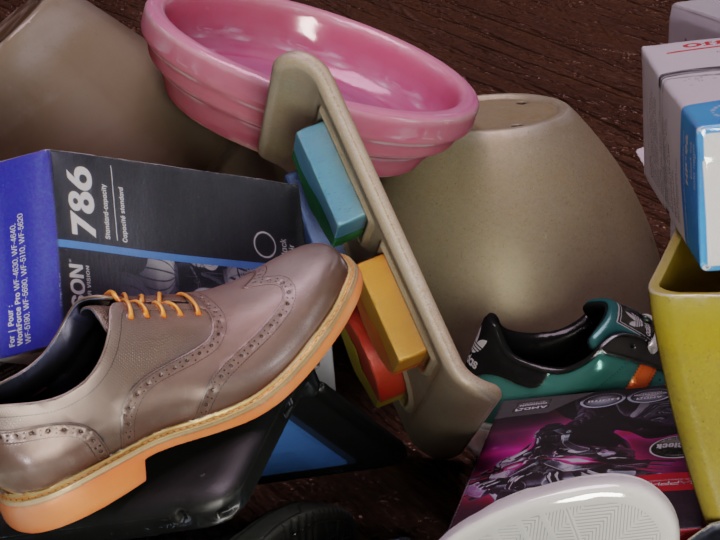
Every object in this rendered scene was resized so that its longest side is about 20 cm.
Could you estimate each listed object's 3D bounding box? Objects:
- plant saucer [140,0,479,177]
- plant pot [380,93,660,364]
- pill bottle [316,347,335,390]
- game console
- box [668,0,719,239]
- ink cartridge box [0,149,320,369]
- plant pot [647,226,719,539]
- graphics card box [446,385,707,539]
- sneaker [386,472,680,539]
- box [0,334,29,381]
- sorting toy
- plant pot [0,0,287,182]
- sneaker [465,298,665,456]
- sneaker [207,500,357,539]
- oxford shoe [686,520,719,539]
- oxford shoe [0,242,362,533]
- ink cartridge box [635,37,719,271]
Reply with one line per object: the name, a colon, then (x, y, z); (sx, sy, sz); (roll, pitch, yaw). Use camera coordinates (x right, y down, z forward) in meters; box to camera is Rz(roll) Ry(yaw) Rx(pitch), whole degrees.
plant saucer: (-0.033, -0.105, 1.579); (0.200, 0.051, 0.201); (16, 18, -5)
plant pot: (0.084, -0.031, 1.662); (0.200, 0.135, 0.200); (-4, 18, 1)
pill bottle: (-0.116, 0.041, 1.517); (0.199, 0.112, 0.112); (-5, 17, -2)
game console: (-0.103, 0.110, 1.319); (0.199, 0.117, 0.176); (-11, 30, 25)
box: (0.275, -0.047, 1.552); (0.130, 0.201, 0.199); (-8, 18, -21)
ink cartridge box: (-0.110, -0.002, 1.328); (0.200, 0.100, 0.039); (5, -18, -40)
plant pot: (0.246, 0.062, 1.254); (0.199, 0.177, 0.200); (0, 19, 15)
graphics card box: (0.116, 0.112, 1.324); (0.125, 0.051, 0.200); (-7, 15, 15)
sneaker: (0.042, 0.128, 1.140); (0.200, 0.073, 0.112); (-35, 13, 16)
box: (-0.179, 0.037, 1.356); (0.110, 0.035, 0.200); (-3, 18, 44)
sorting toy: (0.000, 0.000, 1.404); (0.036, 0.200, 0.185); (-27, -10, -11)
plant pot: (-0.168, -0.069, 1.646); (0.200, 0.174, 0.200); (-40, 14, 12)
sneaker: (0.154, 0.056, 1.450); (0.199, 0.080, 0.071); (-2, 17, -3)
sneaker: (-0.097, 0.147, 1.262); (0.104, 0.060, 0.200); (12, 26, 35)
oxford shoe: (0.104, 0.162, 1.138); (0.070, 0.075, 0.200); (7, 21, 33)
oxford shoe: (-0.085, 0.036, 1.230); (0.200, 0.073, 0.071); (-35, 29, -22)
ink cartridge box: (0.193, -0.064, 1.260); (0.116, 0.068, 0.200); (-5, 17, -2)
